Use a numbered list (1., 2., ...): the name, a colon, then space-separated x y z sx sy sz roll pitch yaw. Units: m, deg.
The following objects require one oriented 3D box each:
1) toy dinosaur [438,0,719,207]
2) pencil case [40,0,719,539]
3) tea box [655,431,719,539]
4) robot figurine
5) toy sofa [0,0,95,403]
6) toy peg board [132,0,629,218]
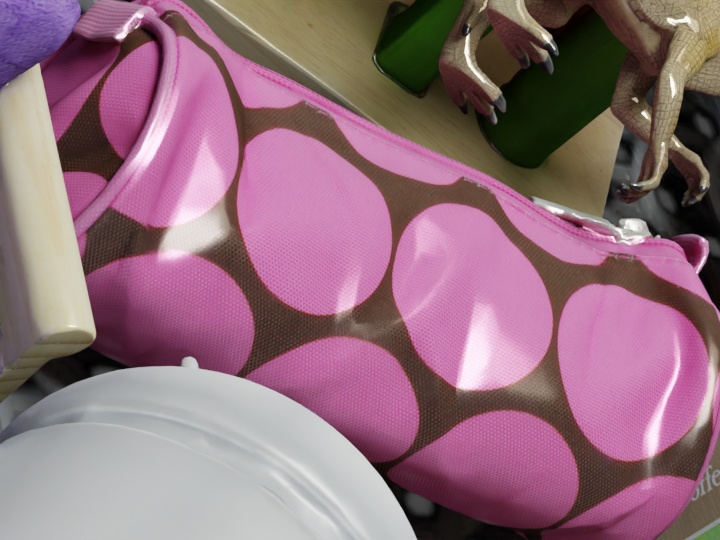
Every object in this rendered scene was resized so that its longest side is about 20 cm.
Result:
1. toy dinosaur: 0.064 -0.087 0.754 0.101 0.058 0.200 -50 114 -23
2. pencil case: 0.000 0.000 0.732 0.199 0.091 0.094 25 92 -30
3. tea box: 0.207 0.116 0.799 0.199 0.134 0.197 -2 62 -43
4. robot figurine: -0.055 0.096 0.593 0.170 0.113 0.200 52 40 -12
5. toy sofa: -0.152 -0.022 0.600 0.199 0.098 0.083 7 58 -37
6. toy peg board: 0.028 -0.135 0.848 0.200 0.098 0.200 36 43 -17
